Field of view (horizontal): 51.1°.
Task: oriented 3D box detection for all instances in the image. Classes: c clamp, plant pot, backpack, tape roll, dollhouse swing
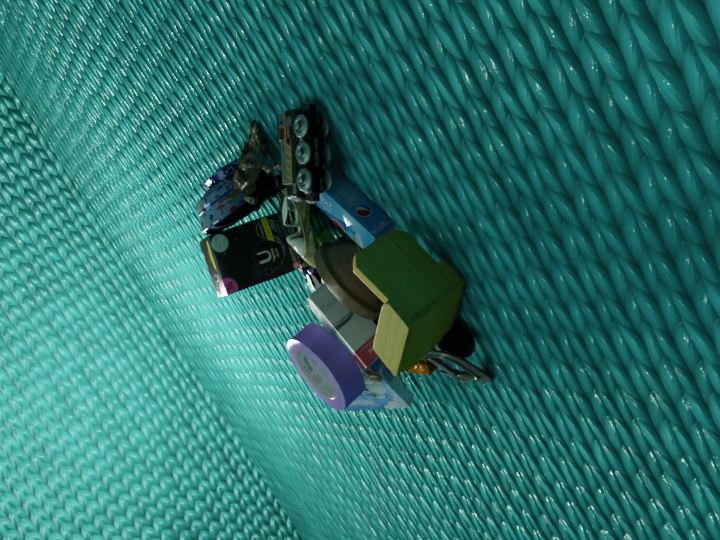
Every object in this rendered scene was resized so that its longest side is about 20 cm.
[{"bbox_3d":[0.189,0.206,1.598,0.169,0.028,0.199,8,159,41],"label":"c clamp"},{"bbox_3d":[0.000,0.000,1.636,0.093,0.200,0.202,-42,83,19],"label":"plant pot"},{"bbox_3d":[-0.329,-0.183,1.872,0.136,0.199,0.182,56,153,-8],"label":"backpack"},{"bbox_3d":[-0.080,0.219,1.715,0.199,0.065,0.202,39,152,25],"label":"tape roll"},{"bbox_3d":[0.076,0.056,1.474,0.174,0.199,0.184,32,133,24],"label":"dollhouse swing"}]

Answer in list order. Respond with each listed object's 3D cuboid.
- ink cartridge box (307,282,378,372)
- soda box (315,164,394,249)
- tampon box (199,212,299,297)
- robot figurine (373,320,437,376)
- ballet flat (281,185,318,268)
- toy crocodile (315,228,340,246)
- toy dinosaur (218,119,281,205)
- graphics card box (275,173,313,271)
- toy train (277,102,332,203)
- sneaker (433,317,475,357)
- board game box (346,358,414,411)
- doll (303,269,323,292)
[{"bbox_3d":[-0.026,0.121,1.688,0.200,0.085,0.146,48,171,6],"label":"ink cartridge box"},{"bbox_3d":[-0.021,-0.128,1.599,0.200,0.064,0.068,44,151,19],"label":"soda box"},{"bbox_3d":[-0.277,-0.039,1.874,0.126,0.197,0.153,-12,98,68],"label":"tampon box"},{"bbox_3d":[0.094,0.181,1.765,0.199,0.058,0.147,10,131,56],"label":"robot figurine"},{"bbox_3d":[-0.137,-0.095,1.654,0.070,0.070,0.204,20,125,46],"label":"ballet flat"},{"bbox_3d":[-0.041,-0.006,1.763,0.061,0.067,0.202,0,123,56],"label":"toy crocodile"},{"bbox_3d":[-0.263,-0.236,1.763,0.085,0.202,0.135,32,-175,-36],"label":"toy dinosaur"},{"bbox_3d":[-0.147,-0.116,1.755,0.126,0.050,0.203,-120,16,-60],"label":"graphics card box"},{"bbox_3d":[-0.118,-0.240,1.552,0.113,0.084,0.205,3,97,46],"label":"toy train"},{"bbox_3d":[0.169,0.137,1.607,0.198,0.074,0.089,29,162,38],"label":"sneaker"},{"bbox_3d":[0.001,0.280,1.870,0.197,0.044,0.199,-10,137,35],"label":"board game box"},{"bbox_3d":[-0.120,0.023,1.937,0.202,0.048,0.136,58,159,-3],"label":"doll"}]
